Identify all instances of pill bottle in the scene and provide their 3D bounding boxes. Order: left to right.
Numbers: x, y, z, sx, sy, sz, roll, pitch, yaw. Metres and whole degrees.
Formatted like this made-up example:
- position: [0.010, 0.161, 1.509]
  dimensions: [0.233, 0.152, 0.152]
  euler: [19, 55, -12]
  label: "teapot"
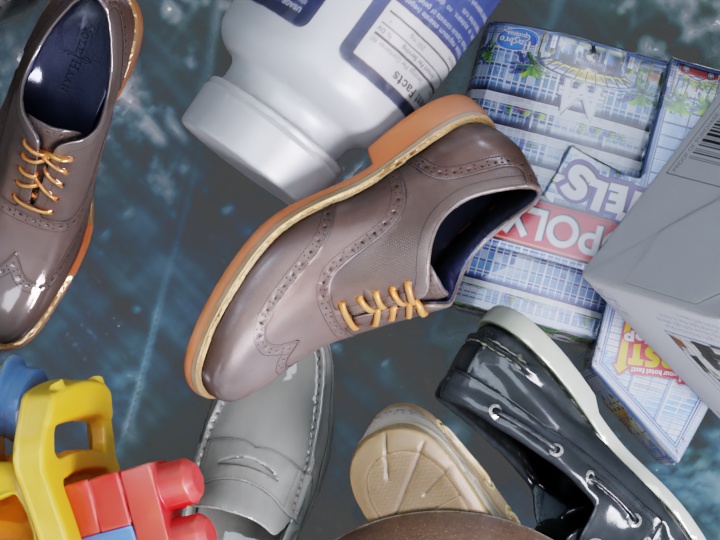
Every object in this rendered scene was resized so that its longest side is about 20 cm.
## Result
- position: [0.000, -0.132, 1.481]
  dimensions: [0.111, 0.111, 0.200]
  euler: [36, 86, 2]
  label: "pill bottle"

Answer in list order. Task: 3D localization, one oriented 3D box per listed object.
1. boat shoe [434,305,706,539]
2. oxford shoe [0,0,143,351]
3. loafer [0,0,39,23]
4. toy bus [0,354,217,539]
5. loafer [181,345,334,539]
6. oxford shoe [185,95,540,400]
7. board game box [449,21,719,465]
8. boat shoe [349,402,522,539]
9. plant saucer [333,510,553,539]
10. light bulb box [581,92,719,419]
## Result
- position: [0.108, 0.113, 1.461]
  dimensions: [0.066, 0.074, 0.200]
  euler: [-43, 111, -19]
  label: "boat shoe"
- position: [-0.166, -0.054, 1.485]
  dimensions: [0.071, 0.073, 0.200]
  euler: [15, 95, -1]
  label: "oxford shoe"
- position: [-0.213, -0.139, 1.469]
  dimensions: [0.200, 0.072, 0.063]
  euler: [-17, 49, -27]
  label: "loafer"
- position: [-0.166, 0.111, 1.422]
  dimensions: [0.192, 0.136, 0.200]
  euler: [-20, 84, 18]
  label: "toy bus"
- position: [-0.056, 0.117, 1.480]
  dimensions: [0.070, 0.070, 0.200]
  euler: [13, 85, 0]
  label: "loafer"
- position: [0.000, 0.000, 1.432]
  dimensions: [0.200, 0.071, 0.073]
  euler: [-43, 56, -3]
  label: "oxford shoe"
- position: [0.135, -0.010, 1.498]
  dimensions: [0.200, 0.062, 0.200]
  euler: [15, 85, 0]
  label: "board game box"
- position: [0.061, 0.152, 1.478]
  dimensions: [0.074, 0.069, 0.200]
  euler: [-22, 108, 13]
  label: "boat shoe"
- position: [0.043, 0.216, 1.451]
  dimensions: [0.200, 0.032, 0.201]
  euler: [1, 112, 3]
  label: "plant saucer"
- position: [0.254, -0.001, 1.420]
  dimensions: [0.200, 0.125, 0.198]
  euler: [45, 78, -28]
  label: "light bulb box"
